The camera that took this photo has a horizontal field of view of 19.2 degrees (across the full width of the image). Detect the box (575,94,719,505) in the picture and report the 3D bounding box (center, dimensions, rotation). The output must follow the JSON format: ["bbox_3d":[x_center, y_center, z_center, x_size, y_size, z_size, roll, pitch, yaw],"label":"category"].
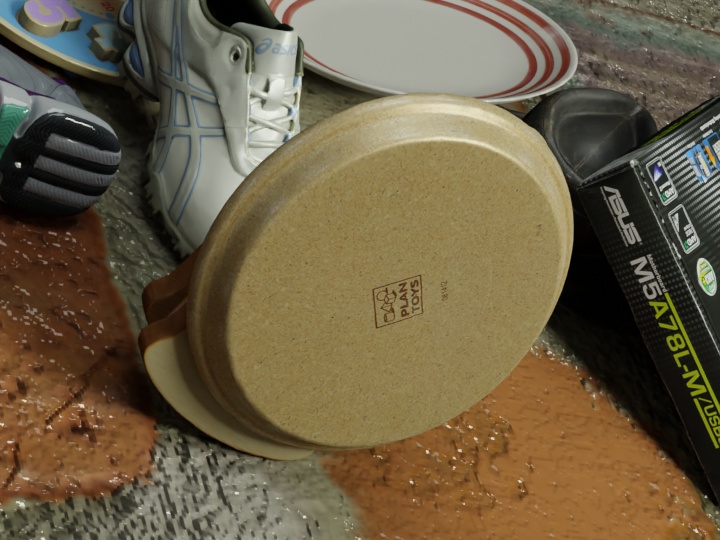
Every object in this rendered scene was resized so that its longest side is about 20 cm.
[{"bbox_3d":[0.215,0.006,1.200,0.200,0.047,0.193,-30,94,-55],"label":"box"}]

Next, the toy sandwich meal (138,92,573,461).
[{"bbox_3d":[0.000,0.000,0.958,0.205,0.205,0.070,11,26,-32],"label":"toy sandwich meal"}]

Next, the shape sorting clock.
[{"bbox_3d":[-0.147,-0.174,1.182,0.200,0.039,0.200,23,35,-17],"label":"shape sorting clock"}]

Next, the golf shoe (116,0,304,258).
[{"bbox_3d":[-0.063,-0.078,1.071,0.078,0.097,0.200,-2,62,-42],"label":"golf shoe"}]

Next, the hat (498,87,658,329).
[{"bbox_3d":[0.128,-0.061,1.244,0.200,0.081,0.201,23,34,-17],"label":"hat"}]

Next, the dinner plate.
[{"bbox_3d":[0.029,-0.137,1.264,0.200,0.024,0.200,8,30,-5],"label":"dinner plate"}]

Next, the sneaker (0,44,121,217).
[{"bbox_3d":[-0.212,-0.086,1.004,0.200,0.074,0.088,23,20,-34],"label":"sneaker"}]
